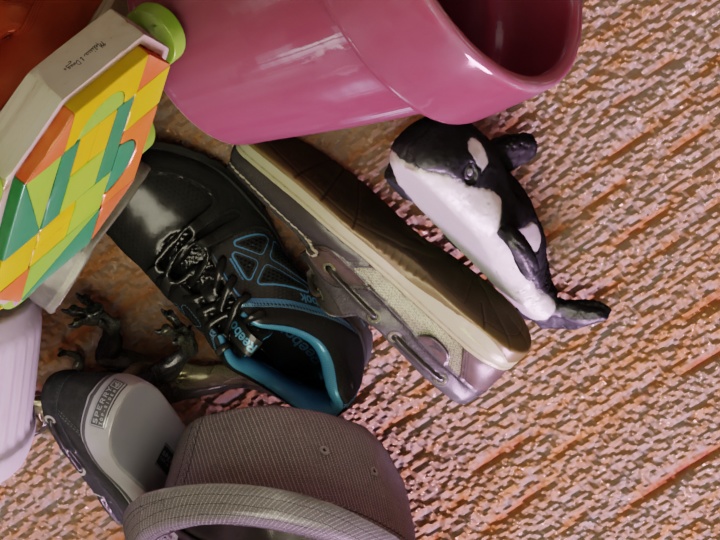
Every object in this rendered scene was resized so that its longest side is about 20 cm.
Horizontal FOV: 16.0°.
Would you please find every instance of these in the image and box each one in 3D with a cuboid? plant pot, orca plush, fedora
[{"bbox_3d":[-0.013,-0.154,1.302,0.178,0.200,0.201,-22,113,30],"label":"plant pot"},{"bbox_3d":[0.085,-0.036,1.388,0.071,0.105,0.200,-51,128,-7],"label":"orca plush"},{"bbox_3d":[-0.035,0.136,1.430,0.199,0.091,0.177,24,149,-25],"label":"fedora"}]

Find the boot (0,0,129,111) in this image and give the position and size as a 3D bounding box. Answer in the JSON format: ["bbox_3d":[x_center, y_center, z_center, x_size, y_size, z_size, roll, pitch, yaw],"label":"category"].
[{"bbox_3d":[-0.184,-0.115,1.322,0.107,0.200,0.075,29,125,-2],"label":"boot"}]

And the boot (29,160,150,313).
[{"bbox_3d":[-0.237,-0.045,1.361,0.200,0.073,0.182,42,83,-15],"label":"boot"}]

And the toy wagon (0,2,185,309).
[{"bbox_3d":[-0.153,-0.041,1.263,0.039,0.155,0.201,36,139,12],"label":"toy wagon"}]

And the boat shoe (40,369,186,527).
[{"bbox_3d":[-0.124,0.115,1.479,0.056,0.069,0.200,16,152,28],"label":"boat shoe"}]

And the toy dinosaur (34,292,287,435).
[{"bbox_3d":[-0.126,0.058,1.483,0.198,0.048,0.089,-5,133,5],"label":"toy dinosaur"}]

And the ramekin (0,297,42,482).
[{"bbox_3d":[-0.265,0.034,1.397,0.201,0.203,0.095,17,111,-4],"label":"ramekin"}]

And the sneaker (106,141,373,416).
[{"bbox_3d":[-0.072,0.005,1.432,0.200,0.082,0.073,38,113,-13],"label":"sneaker"}]

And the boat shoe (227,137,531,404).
[{"bbox_3d":[0.001,0.000,1.419,0.200,0.072,0.066,38,111,-2],"label":"boat shoe"}]
